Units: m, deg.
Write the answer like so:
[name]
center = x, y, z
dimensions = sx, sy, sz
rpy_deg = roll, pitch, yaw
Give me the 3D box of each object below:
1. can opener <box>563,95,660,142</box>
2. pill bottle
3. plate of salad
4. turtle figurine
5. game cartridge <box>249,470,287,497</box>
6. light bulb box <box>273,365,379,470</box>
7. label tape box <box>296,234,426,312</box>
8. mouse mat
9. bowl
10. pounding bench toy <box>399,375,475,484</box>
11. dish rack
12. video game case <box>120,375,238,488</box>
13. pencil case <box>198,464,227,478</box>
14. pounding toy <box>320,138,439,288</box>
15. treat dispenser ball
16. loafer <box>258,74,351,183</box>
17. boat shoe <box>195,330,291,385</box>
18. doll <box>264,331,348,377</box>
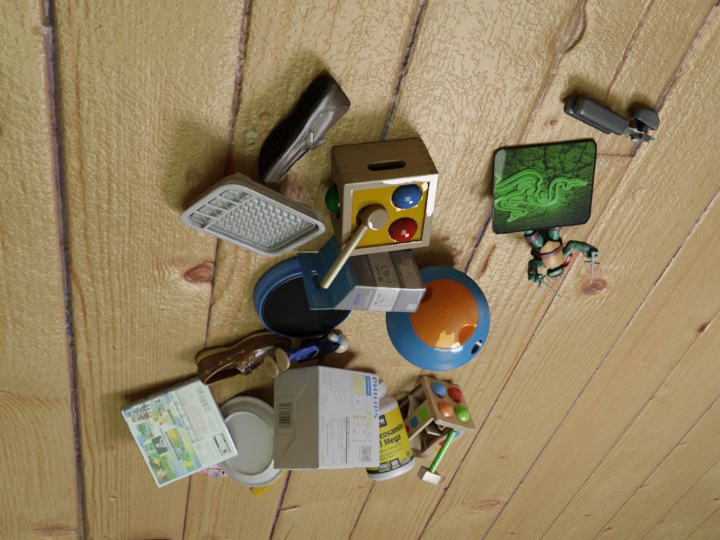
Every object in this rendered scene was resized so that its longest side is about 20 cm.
[can opener]
center = 0.437, -0.269, 1.267
dimensions = 0.199, 0.053, 0.067
rpy_deg = 16, 95, -30
[pill bottle]
center = 0.042, 0.352, 1.640
dimensions = 0.112, 0.201, 0.112
rpy_deg = -18, -179, 0
[plate of salad]
center = -0.237, 0.370, 1.603
dimensions = 0.200, 0.201, 0.048
rpy_deg = -39, 172, 21
[turtle figurine]
center = 0.373, -0.034, 1.435
dimensions = 0.149, 0.101, 0.201
rpy_deg = -34, 120, -9
[game cartridge]
center = -0.150, 0.405, 1.665
dimensions = 0.032, 0.176, 0.200
rpy_deg = 46, 115, -3
[light bulb box]
center = -0.067, 0.305, 1.510
dimensions = 0.124, 0.200, 0.200
rpy_deg = -11, 162, 36
[label tape box]
center = 0.000, 0.000, 1.310
dimensions = 0.199, 0.145, 0.064
rpy_deg = 2, 133, -21
[mouse mat]
center = 0.332, -0.149, 1.329
dimensions = 0.199, 0.008, 0.162
rpy_deg = -7, 114, -10
[bowl]
center = -0.104, 0.056, 1.410
dimensions = 0.199, 0.040, 0.201
rpy_deg = -9, 136, -9
[pounding bench toy]
center = 0.179, 0.370, 1.705
dimensions = 0.124, 0.201, 0.156
rpy_deg = 21, 126, -33
[dish rack]
center = -0.174, -0.092, 1.202
dimensions = 0.199, 0.044, 0.171
rpy_deg = 24, 147, -35
[video game case]
center = -0.375, 0.336, 1.537
dimensions = 0.181, 0.022, 0.201
rpy_deg = -21, 111, -8
[pencil case]
center = -0.375, 0.403, 1.637
dimensions = 0.087, 0.088, 0.200
rpy_deg = -40, 131, 22
[pounding toy]
center = 0.019, -0.094, 1.223
dimensions = 0.199, 0.143, 0.185
rpy_deg = -8, 136, -11
[treat dispenser ball]
center = 0.148, 0.092, 1.412
dimensions = 0.199, 0.202, 0.202
rpy_deg = -9, 136, -9
[loafer]
center = -0.084, -0.202, 1.129
dimensions = 0.071, 0.073, 0.200
rpy_deg = 24, 123, -36
[boat shoe]
center = -0.230, 0.180, 1.472
dimensions = 0.199, 0.068, 0.072
rpy_deg = -18, 137, -1
[doll]
center = -0.100, 0.160, 1.468
dimensions = 0.199, 0.049, 0.136
rpy_deg = -14, 165, -47
